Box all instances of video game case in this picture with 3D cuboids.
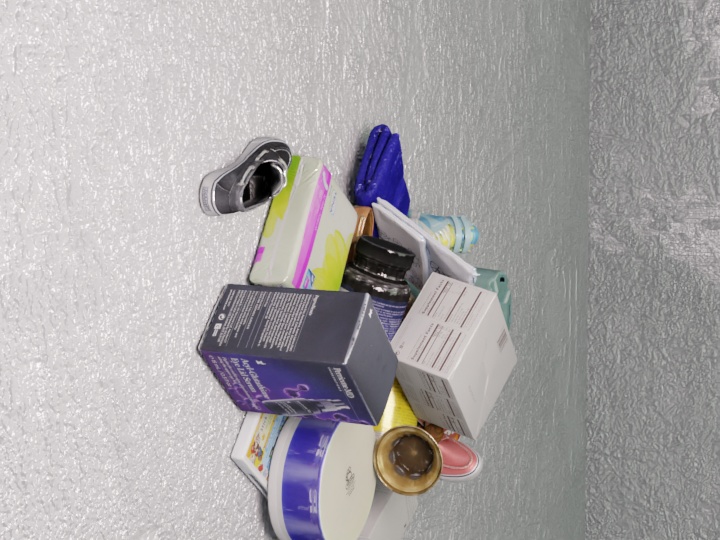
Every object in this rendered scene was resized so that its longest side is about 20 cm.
[{"bbox_3d":[-0.106,0.212,1.428,0.182,0.023,0.200,63,38,-49],"label":"video game case"}]

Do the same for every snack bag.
[{"bbox_3d":[0.102,-0.008,1.577,0.021,0.200,0.189,-45,156,-16],"label":"snack bag"}]

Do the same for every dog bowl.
[{"bbox_3d":[-0.049,0.290,1.441,0.200,0.079,0.201,3,90,-67],"label":"dog bowl"}]

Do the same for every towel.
[{"bbox_3d":[0.041,-0.122,1.657,0.200,0.049,0.148,71,30,-58],"label":"towel"}]

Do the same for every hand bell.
[{"bbox_3d":[0.096,0.266,1.572,0.200,0.104,0.104,-17,108,-73],"label":"hand bell"}]

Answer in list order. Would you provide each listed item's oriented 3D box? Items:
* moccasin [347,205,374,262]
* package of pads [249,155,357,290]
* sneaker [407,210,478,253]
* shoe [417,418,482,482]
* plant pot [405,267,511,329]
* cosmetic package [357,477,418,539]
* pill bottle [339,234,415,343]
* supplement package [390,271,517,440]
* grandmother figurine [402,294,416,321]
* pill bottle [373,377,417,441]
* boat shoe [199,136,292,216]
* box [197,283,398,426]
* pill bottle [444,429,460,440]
[{"bbox_3d":[0.001,0.000,1.576,0.074,0.078,0.202,-16,108,-65],"label":"moccasin"},{"bbox_3d":[-0.073,-0.036,1.416,0.155,0.068,0.200,54,45,-55],"label":"package of pads"},{"bbox_3d":[0.140,-0.055,1.761,0.200,0.130,0.080,-79,175,-69],"label":"sneaker"},{"bbox_3d":[0.105,0.285,1.709,0.072,0.200,0.091,-56,142,-22],"label":"shoe"},{"bbox_3d":[0.150,0.070,1.784,0.200,0.196,0.201,3,90,-66],"label":"plant pot"},{"bbox_3d":[0.021,0.401,1.667,0.200,0.081,0.113,-56,143,-52],"label":"cosmetic package"},{"bbox_3d":[0.007,0.056,1.492,0.112,0.112,0.200,-4,115,-66],"label":"pill bottle"},{"bbox_3d":[0.141,0.130,1.540,0.156,0.111,0.200,-58,149,-23],"label":"supplement package"},{"bbox_3d":[0.060,0.047,1.664,0.200,0.121,0.061,51,56,-13],"label":"grandmother figurine"},{"bbox_3d":[0.038,0.214,1.641,0.114,0.114,0.200,31,65,-64],"label":"pill bottle"},{"bbox_3d":[-0.123,-0.119,1.288,0.200,0.068,0.072,-42,130,-59],"label":"boat shoe"},{"bbox_3d":[-0.072,0.103,1.267,0.148,0.200,0.104,65,36,-47],"label":"box"},{"bbox_3d":[0.127,0.262,1.837,0.200,0.112,0.112,83,23,-50],"label":"pill bottle"}]
